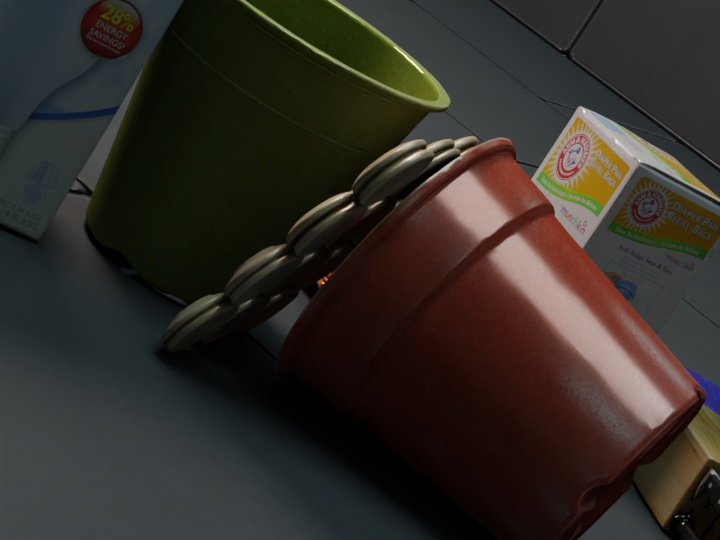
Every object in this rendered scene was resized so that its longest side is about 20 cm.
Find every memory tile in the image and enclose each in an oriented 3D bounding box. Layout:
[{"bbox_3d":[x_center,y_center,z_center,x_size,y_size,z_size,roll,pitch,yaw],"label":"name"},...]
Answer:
[{"bbox_3d":[-0.022,-0.018,1.287,0.017,0.200,0.153,55,20,8],"label":"memory tile"}]

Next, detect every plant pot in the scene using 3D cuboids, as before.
[{"bbox_3d":[0.087,0.060,1.305,0.195,0.201,0.201,45,17,13],"label":"plant pot"},{"bbox_3d":[-0.077,-0.081,1.379,0.200,0.190,0.200,31,14,-8],"label":"plant pot"}]

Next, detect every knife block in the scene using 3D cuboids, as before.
[{"bbox_3d":[0.238,0.151,1.547,0.200,0.064,0.175,40,15,23],"label":"knife block"}]

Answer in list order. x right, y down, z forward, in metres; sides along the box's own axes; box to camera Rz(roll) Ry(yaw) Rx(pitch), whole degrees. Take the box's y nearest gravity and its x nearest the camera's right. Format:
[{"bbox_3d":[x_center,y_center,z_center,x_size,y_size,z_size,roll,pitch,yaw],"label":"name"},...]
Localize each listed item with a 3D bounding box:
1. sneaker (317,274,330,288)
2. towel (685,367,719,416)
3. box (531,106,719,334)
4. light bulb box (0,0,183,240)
[{"bbox_3d":[0.000,0.000,1.556,0.092,0.076,0.200,48,5,-27],"label":"sneaker"},{"bbox_3d":[0.274,0.124,1.745,0.148,0.050,0.200,38,15,14],"label":"towel"},{"bbox_3d":[0.167,-0.002,1.622,0.101,0.200,0.113,25,16,-30],"label":"box"},{"bbox_3d":[-0.231,-0.160,1.285,0.198,0.200,0.125,25,16,-28],"label":"light bulb box"}]
